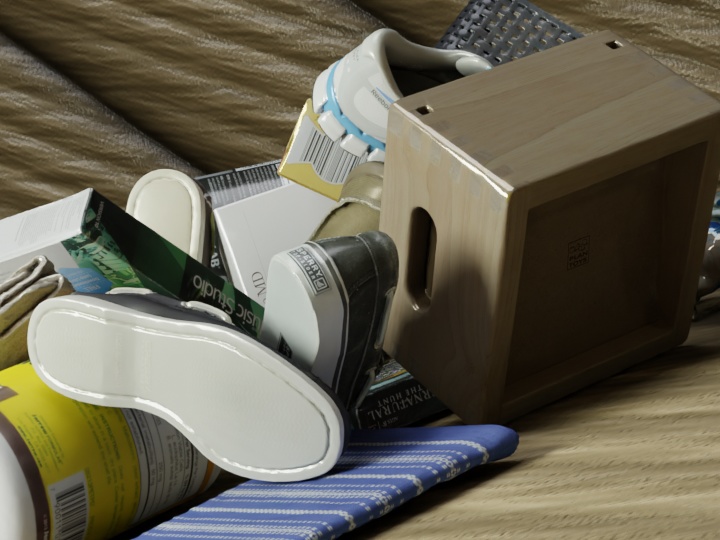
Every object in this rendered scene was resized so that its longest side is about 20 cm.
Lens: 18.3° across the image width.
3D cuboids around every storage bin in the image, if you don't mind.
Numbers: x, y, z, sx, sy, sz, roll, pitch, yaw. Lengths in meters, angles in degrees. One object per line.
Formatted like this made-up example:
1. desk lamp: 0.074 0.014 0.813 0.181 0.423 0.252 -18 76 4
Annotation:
1. storage bin: 0.142 -0.097 1.581 0.094 0.200 0.135 -53 -17 -13

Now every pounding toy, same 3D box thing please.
1. pounding toy: 0.076 -0.012 1.231 0.183 0.201 0.142 -21 43 -31

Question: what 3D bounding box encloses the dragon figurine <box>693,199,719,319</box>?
1. dragon figurine: 0.224 -0.014 1.390 0.099 0.059 0.200 -19 5 -14

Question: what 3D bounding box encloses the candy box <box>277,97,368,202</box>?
1. candy box: 0.055 -0.047 1.411 0.199 0.057 0.117 23 8 6

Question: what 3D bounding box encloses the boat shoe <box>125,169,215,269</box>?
1. boat shoe: -0.136 0.034 1.503 0.071 0.201 0.060 7 -3 11

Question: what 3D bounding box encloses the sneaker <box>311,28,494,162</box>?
1. sneaker: 0.075 -0.081 1.300 0.199 0.075 0.087 21 -32 -14

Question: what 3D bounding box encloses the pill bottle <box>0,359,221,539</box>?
1. pill bottle: -0.151 0.095 1.248 0.109 0.110 0.200 -13 7 46

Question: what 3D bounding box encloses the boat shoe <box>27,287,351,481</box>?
1. boat shoe: -0.080 0.054 1.155 0.199 0.074 0.060 13 18 32

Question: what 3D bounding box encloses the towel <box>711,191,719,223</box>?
1. towel: 0.333 -0.050 1.492 0.199 0.048 0.171 -20 8 -21

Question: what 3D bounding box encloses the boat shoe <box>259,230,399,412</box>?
1. boat shoe: -0.017 0.048 1.186 0.063 0.071 0.200 -21 -24 -21

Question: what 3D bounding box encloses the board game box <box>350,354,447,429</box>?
1. board game box: 0.056 0.059 1.367 0.199 0.028 0.135 -20 5 -24

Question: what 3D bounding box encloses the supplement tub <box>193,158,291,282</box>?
1. supplement tub: -0.038 -0.025 1.655 0.199 0.123 0.123 -12 4 -7

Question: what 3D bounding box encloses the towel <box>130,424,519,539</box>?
1. towel: -0.033 0.121 1.086 0.199 0.024 0.144 -24 9 -36

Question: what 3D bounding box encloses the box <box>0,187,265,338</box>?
1. box: -0.144 0.027 1.358 0.144 0.037 0.200 -16 -37 39

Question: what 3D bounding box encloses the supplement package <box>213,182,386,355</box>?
1. supplement package: 0.013 -0.004 1.526 0.199 0.122 0.120 -19 -14 -6

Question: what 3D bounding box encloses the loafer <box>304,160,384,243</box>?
1. loafer: 0.000 0.000 1.350 0.068 0.076 0.200 -62 2 -26

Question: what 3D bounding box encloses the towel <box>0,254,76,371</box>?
1. towel: -0.203 0.080 1.316 0.132 0.034 0.200 -38 -28 -9
